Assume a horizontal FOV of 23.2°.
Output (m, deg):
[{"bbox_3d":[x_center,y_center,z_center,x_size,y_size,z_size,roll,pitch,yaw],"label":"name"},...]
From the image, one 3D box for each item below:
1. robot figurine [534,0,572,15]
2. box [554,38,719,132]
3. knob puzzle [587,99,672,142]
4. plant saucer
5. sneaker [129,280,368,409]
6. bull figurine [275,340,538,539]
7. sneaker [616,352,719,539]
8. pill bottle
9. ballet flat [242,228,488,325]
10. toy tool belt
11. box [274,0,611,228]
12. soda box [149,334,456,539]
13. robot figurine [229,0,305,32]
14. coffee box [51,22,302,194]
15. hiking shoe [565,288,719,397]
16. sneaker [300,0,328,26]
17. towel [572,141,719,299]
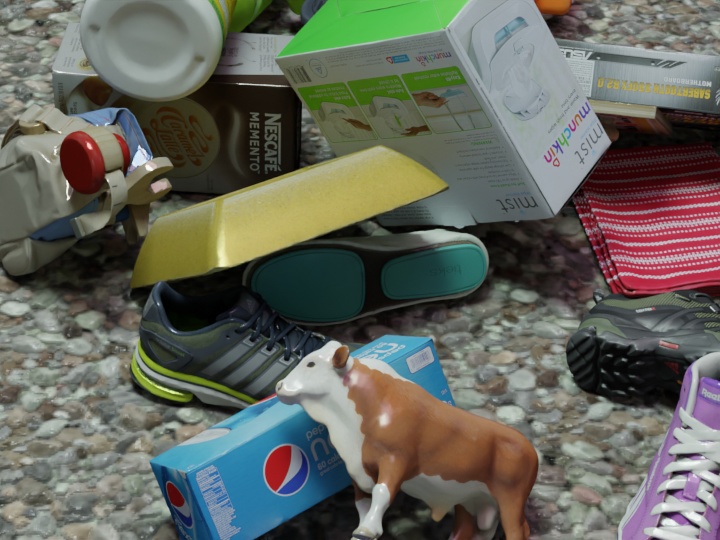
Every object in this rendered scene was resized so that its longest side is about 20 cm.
[{"bbox_3d":[0.104,-0.289,1.665,0.198,0.117,0.145,6,60,4],"label":"robot figurine"},{"bbox_3d":[0.242,-0.155,1.486,0.198,0.049,0.158,7,0,2],"label":"box"},{"bbox_3d":[0.154,-0.125,1.466,0.217,0.031,0.220,7,2,0],"label":"knob puzzle"},{"bbox_3d":[-0.064,-0.044,1.317,0.199,0.049,0.200,-20,4,-25],"label":"plant saucer"},{"bbox_3d":[-0.069,0.057,1.255,0.198,0.081,0.074,6,39,4],"label":"sneaker"},{"bbox_3d":[0.034,0.124,1.124,0.199,0.065,0.122,20,68,-27],"label":"bull figurine"},{"bbox_3d":[0.215,0.133,1.151,0.072,0.115,0.201,14,42,12],"label":"sneaker"},{"bbox_3d":[-0.151,-0.233,1.405,0.110,0.112,0.201,5,38,3],"label":"pill bottle"},{"bbox_3d":[0.000,0.000,1.353,0.198,0.070,0.070,-6,39,-17],"label":"ballet flat"},{"bbox_3d":[-0.208,-0.076,1.351,0.122,0.126,0.199,-22,0,-40],"label":"toy tool belt"},{"bbox_3d":[0.061,-0.129,1.350,0.199,0.177,0.097,-2,40,49],"label":"box"},{"bbox_3d":[-0.035,0.113,1.172,0.199,0.065,0.068,-26,13,-25],"label":"soda box"},{"bbox_3d":[-0.126,-0.294,1.658,0.174,0.116,0.200,17,41,19],"label":"robot figurine"},{"bbox_3d":[-0.149,-0.134,1.461,0.198,0.115,0.080,3,38,2],"label":"coffee box"},{"bbox_3d":[0.256,0.052,1.282,0.198,0.076,0.101,13,43,15],"label":"hiking shoe"},{"bbox_3d":[0.045,-0.184,1.475,0.198,0.079,0.066,10,50,4],"label":"sneaker"},{"bbox_3d":[0.253,-0.044,1.443,0.143,0.023,0.201,-4,39,-9],"label":"towel"}]
